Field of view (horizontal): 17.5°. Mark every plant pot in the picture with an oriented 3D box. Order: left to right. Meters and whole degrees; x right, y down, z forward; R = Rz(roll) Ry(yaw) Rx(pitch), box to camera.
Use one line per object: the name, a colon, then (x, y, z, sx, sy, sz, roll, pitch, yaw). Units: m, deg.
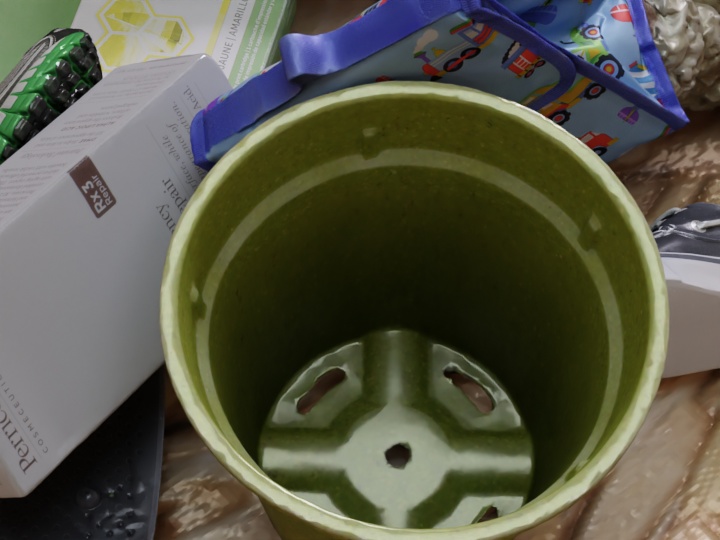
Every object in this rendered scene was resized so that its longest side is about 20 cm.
plant pot: (0.018, 0.052, 0.994, 0.200, 0.184, 0.201, 1, 65, -2)

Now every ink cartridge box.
ink cartridge box: (-0.144, -0.115, 1.199, 0.199, 0.048, 0.146, 13, 56, 5)

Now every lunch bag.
lunch bag: (0.027, -0.085, 1.028, 0.150, 0.200, 0.094, -26, 72, 29)

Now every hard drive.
hard drive: (-0.157, 0.052, 1.084, 0.134, 0.042, 0.200, -3, 54, -3)

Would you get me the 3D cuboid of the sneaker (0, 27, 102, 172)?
sneaker: (-0.192, -0.044, 1.078, 0.085, 0.078, 0.200, 28, 62, 24)

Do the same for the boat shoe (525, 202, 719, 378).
boat shoe: (0.161, 0.001, 1.103, 0.199, 0.072, 0.068, -6, 49, -19)

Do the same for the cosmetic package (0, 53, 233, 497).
cosmetic package: (-0.125, 0.000, 1.023, 0.074, 0.102, 0.200, -4, 35, 47)

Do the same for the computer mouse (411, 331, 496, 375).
computer mouse: (0.000, 0.000, 1.120, 0.200, 0.059, 0.034, 23, 36, 11)

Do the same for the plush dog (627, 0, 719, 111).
plush dog: (0.202, -0.124, 1.179, 0.172, 0.160, 0.200, 36, 75, 1)
